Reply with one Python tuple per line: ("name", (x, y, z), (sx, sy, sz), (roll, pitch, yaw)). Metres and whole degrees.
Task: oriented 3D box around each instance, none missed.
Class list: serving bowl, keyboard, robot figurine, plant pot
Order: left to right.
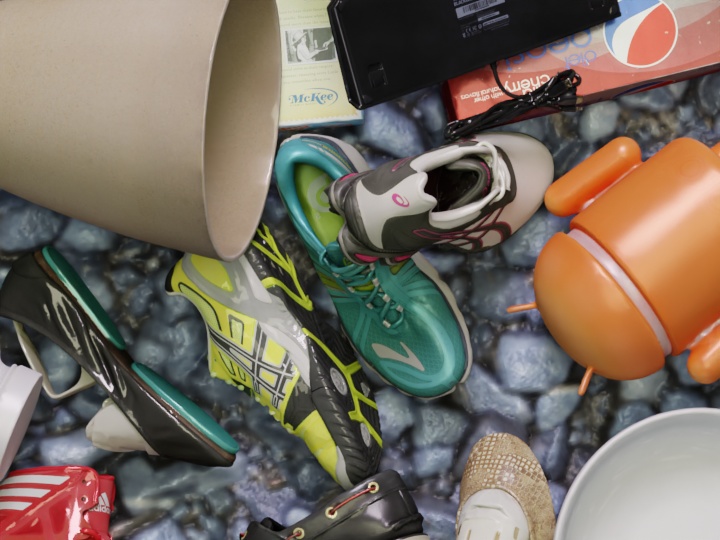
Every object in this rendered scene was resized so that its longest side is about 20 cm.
("plant pot", (-0.169, -0.107, 1.622), (0.200, 0.187, 0.188), (6, 85, 11))
("keyboard", (0.079, -0.147, 1.641), (0.200, 0.021, 0.127), (-21, 106, -20))
("robot figurine", (0.196, -0.009, 1.680), (0.200, 0.117, 0.144), (-38, 111, -5))
("serving bowl", (0.220, 0.192, 1.685), (0.200, 0.066, 0.200), (0, 85, -5))

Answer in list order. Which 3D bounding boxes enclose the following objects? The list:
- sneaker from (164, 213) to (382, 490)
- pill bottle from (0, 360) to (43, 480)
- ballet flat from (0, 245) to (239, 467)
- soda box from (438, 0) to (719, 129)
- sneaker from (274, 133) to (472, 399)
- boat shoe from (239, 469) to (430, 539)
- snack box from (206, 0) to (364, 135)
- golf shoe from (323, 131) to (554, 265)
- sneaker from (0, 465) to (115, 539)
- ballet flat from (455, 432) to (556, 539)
("sneaker", (-0.054, 0.061, 1.697), (0.076, 0.075, 0.200), (-32, 84, 17))
("pill bottle", (-0.313, 0.066, 1.660), (0.200, 0.112, 0.113), (22, 85, 1))
("ballet flat", (-0.167, 0.073, 1.692), (0.068, 0.068, 0.200), (-45, 77, 5))
("soda box", (0.151, -0.147, 1.714), (0.200, 0.063, 0.070), (-14, 87, -2))
("sneaker", (0.000, 0.000, 1.687), (0.077, 0.080, 0.200), (-34, 86, 10))
("boat shoe", (-0.052, 0.193, 1.670), (0.201, 0.074, 0.063), (-26, 76, 12))
("snack box", (-0.101, -0.148, 1.721), (0.200, 0.037, 0.116), (-5, 87, -2))
("golf shoe", (0.072, -0.050, 1.654), (0.200, 0.088, 0.077), (-20, 89, -44))
("sneaker", (-0.172, 0.193, 1.653), (0.200, 0.078, 0.116), (28, 81, 19))
("ballet flat", (0.093, 0.206, 1.677), (0.070, 0.065, 0.200), (-8, 83, 23))
